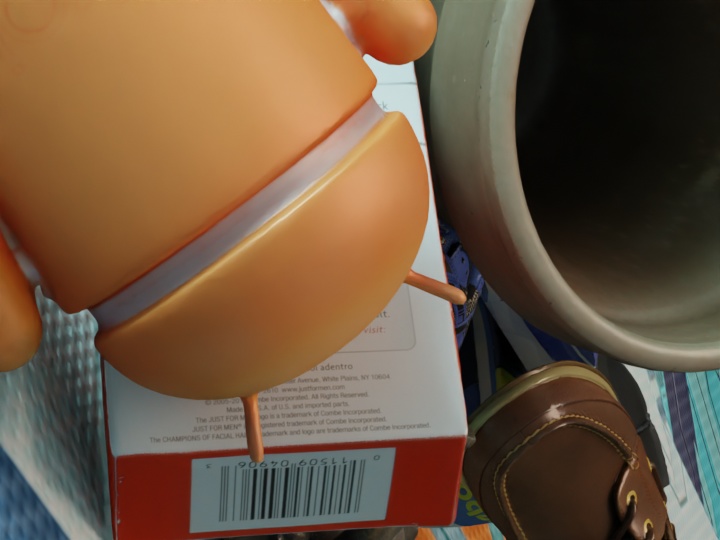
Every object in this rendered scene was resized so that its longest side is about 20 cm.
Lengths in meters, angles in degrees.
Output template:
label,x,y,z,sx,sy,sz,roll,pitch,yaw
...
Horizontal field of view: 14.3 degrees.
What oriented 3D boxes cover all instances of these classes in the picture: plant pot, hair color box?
label,x,y,z,sx,sy,sz,roll,pitch,yaw
plant pot,0.081,-0.076,1.051,0.175,0.200,0.200,18,-44,56
hair color box,-0.033,-0.014,0.936,0.064,0.111,0.200,97,-12,-57

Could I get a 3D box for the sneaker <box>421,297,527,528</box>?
label,x,y,z,sx,sy,sz,roll,pitch,yaw
sneaker,0.041,0.027,1.280,0.074,0.082,0.200,34,39,-38

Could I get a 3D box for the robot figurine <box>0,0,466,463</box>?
label,x,y,z,sx,sy,sz,roll,pitch,yaw
robot figurine,-0.060,-0.045,0.826,0.200,0.117,0.144,53,38,-7

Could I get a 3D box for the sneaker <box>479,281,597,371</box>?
label,x,y,z,sx,sy,sz,roll,pitch,yaw
sneaker,0.112,-0.049,1.245,0.081,0.115,0.200,55,28,-32

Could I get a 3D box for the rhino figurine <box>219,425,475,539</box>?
label,x,y,z,sx,sy,sz,roll,pitch,yaw
rhino figurine,-0.004,0.082,1.040,0.060,0.087,0.200,36,13,3

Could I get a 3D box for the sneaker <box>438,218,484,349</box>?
label,x,y,z,sx,sy,sz,roll,pitch,yaw
sneaker,0.000,0.000,1.104,0.075,0.078,0.200,36,-2,15

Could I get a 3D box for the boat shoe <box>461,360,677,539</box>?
label,x,y,z,sx,sy,sz,roll,pitch,yaw
boat shoe,0.093,0.096,1.155,0.068,0.072,0.200,53,0,29

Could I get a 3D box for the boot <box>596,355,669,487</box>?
label,x,y,z,sx,sy,sz,roll,pitch,yaw
boot,0.124,0.057,1.608,0.200,0.066,0.165,0,82,-73
